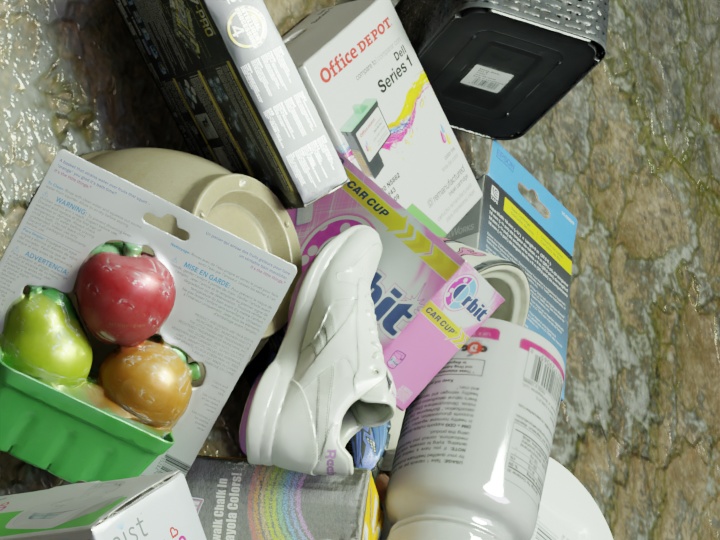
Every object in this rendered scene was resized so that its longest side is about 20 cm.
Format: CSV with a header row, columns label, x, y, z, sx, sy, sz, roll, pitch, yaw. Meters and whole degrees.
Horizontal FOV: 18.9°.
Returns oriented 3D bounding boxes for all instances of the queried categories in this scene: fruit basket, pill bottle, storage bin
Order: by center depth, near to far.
label,x,y,z,sx,sy,sz,roll,pitch,yaw
fruit basket,-0.169,0.043,1.464,0.185,0.094,0.200,26,93,-17
pill bottle,0.081,0.145,1.607,0.113,0.113,0.200,43,49,-36
storage bin,0.115,-0.202,1.846,0.135,0.200,0.094,15,63,-17

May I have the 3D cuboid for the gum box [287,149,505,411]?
label,x,y,z,sx,sy,sz,roll,pitch,yaw
gum box,0.000,0.000,1.640,0.114,0.200,0.066,-48,138,0

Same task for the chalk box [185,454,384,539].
label,x,y,z,sx,sy,sz,roll,pitch,yaw
chalk box,-0.091,0.206,1.545,0.124,0.200,0.125,72,23,-69

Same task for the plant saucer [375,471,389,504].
label,x,y,z,sx,sy,sz,roll,pitch,yaw
plant saucer,-0.013,0.234,1.698,0.200,0.037,0.200,34,40,-35

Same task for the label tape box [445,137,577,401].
label,x,y,z,sx,sy,sz,roll,pitch,yaw
label tape box,0.125,0.006,1.932,0.144,0.063,0.200,41,43,-37

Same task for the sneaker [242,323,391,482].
label,x,y,z,sx,sy,sz,roll,pitch,yaw
sneaker,-0.045,0.103,1.644,0.078,0.200,0.075,1,121,-34

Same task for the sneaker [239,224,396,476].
label,x,y,z,sx,sy,sz,roll,pitch,yaw
sneaker,-0.011,0.061,1.528,0.075,0.099,0.200,84,24,-59

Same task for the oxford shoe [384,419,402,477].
label,x,y,z,sx,sy,sz,roll,pitch,yaw
oxford shoe,0.072,0.216,1.814,0.071,0.071,0.200,-12,88,-50

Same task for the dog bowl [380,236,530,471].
label,x,y,z,sx,sy,sz,roll,pitch,yaw
dog bowl,0.045,0.060,1.742,0.200,0.074,0.200,-38,150,-27

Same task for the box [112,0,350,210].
label,x,y,z,sx,sy,sz,roll,pitch,yaw
box,-0.100,-0.139,1.605,0.049,0.161,0.200,-31,101,-22

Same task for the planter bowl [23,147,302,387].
label,x,y,z,sx,sy,sz,roll,pitch,yaw
planter bowl,-0.128,0.001,1.568,0.200,0.135,0.201,15,70,-48

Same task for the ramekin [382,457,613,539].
label,x,y,z,sx,sy,sz,roll,pitch,yaw
ramekin,0.115,0.236,1.723,0.200,0.098,0.201,24,50,-32

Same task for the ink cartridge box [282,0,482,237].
label,x,y,z,sx,sy,sz,roll,pitch,yaw
ink cartridge box,-0.001,-0.107,1.792,0.145,0.084,0.200,-46,116,-46

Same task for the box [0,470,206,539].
label,x,y,z,sx,sy,sz,roll,pitch,yaw
box,-0.181,0.232,1.391,0.097,0.200,0.177,-31,106,-50
